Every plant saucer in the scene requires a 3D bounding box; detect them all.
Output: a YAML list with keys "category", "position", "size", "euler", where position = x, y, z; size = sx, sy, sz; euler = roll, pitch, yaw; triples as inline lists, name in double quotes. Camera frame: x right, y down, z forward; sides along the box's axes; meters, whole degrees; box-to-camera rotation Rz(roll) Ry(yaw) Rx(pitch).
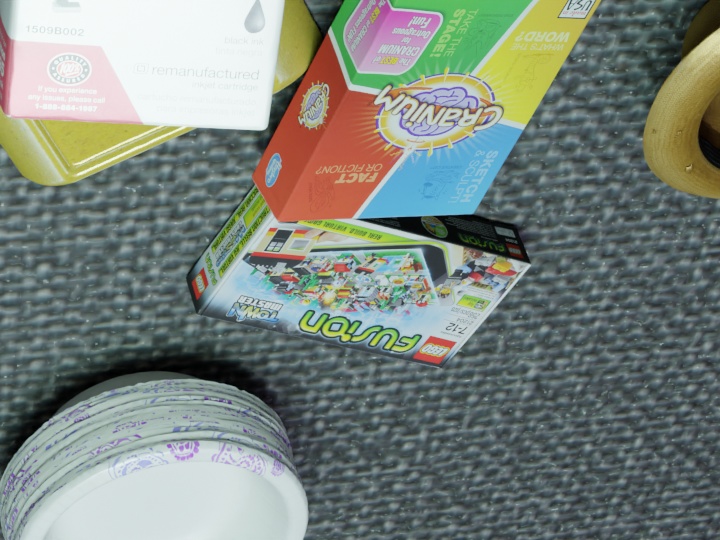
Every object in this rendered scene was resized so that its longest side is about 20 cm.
- category: "plant saucer"
  position: [-0.135, -0.133, 1.504]
  size: [0.199, 0.049, 0.200]
  euler: [-24, 140, 4]

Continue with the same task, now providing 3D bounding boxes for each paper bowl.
- category: "paper bowl"
  position: [-0.141, 0.146, 1.773]
  size: [0.200, 0.105, 0.201]
  euler: [-11, 140, -10]

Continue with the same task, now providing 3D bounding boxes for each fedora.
- category: "fedora"
  position: [0.257, -0.129, 1.646]
  size: [0.200, 0.082, 0.201]
  euler: [-11, 145, -8]

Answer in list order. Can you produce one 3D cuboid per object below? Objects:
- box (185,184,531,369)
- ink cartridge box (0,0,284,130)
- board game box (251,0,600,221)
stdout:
- category: "box"
  position: [0.000, 0.000, 1.721]
  size: [0.199, 0.035, 0.110]
  euler: [13, 130, -34]
- category: "ink cartridge box"
  position: [-0.110, -0.182, 1.379]
  size: [0.146, 0.083, 0.201]
  euler: [2, 120, -11]
- category: "board game box"
  position: [0.041, -0.114, 1.585]
  size: [0.152, 0.040, 0.200]
  euler: [-4, 139, -35]
